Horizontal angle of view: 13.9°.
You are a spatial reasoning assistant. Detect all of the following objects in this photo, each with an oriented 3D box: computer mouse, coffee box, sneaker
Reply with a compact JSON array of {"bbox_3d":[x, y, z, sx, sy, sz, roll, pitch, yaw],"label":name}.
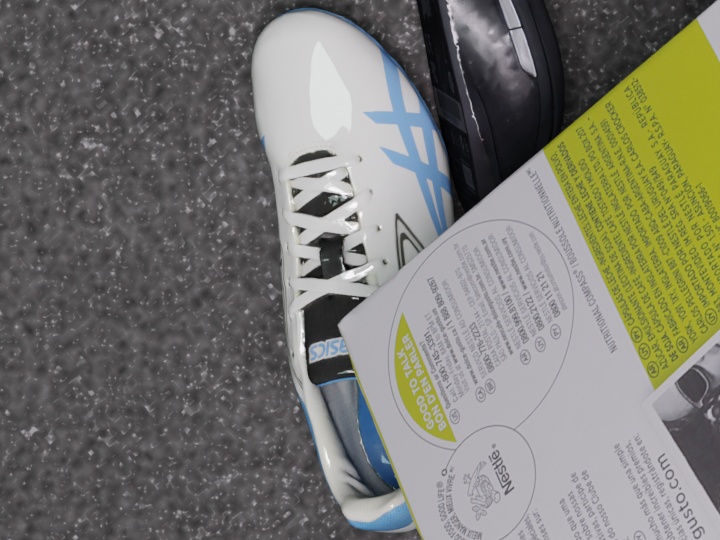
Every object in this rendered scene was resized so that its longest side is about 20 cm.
[{"bbox_3d":[0.047,-0.109,1.060,0.046,0.140,0.201,-14,96,-6],"label":"computer mouse"},{"bbox_3d":[0.147,0.063,0.980,0.198,0.199,0.201,-41,51,22],"label":"coffee box"},{"bbox_3d":[0.000,0.000,1.104,0.072,0.072,0.201,-12,96,19],"label":"sneaker"}]
